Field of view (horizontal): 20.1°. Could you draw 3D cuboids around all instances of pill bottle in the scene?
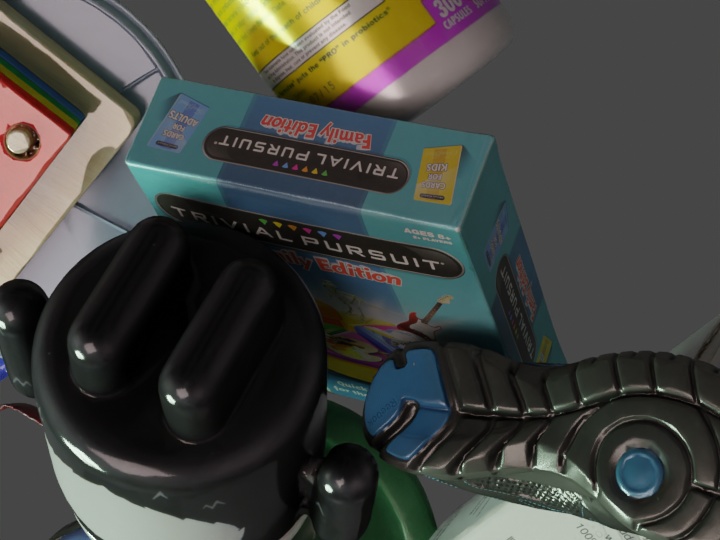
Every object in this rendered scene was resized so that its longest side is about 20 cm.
[{"bbox_3d":[-0.029,-0.152,0.881,0.104,0.104,0.200,-34,95,33],"label":"pill bottle"}]

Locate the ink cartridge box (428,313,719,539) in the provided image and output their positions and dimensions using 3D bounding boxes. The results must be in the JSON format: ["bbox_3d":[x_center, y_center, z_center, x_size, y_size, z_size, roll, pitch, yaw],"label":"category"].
[{"bbox_3d":[0.140,0.132,0.934,0.147,0.083,0.200,49,123,-1],"label":"ink cartridge box"}]

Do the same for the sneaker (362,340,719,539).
[{"bbox_3d":[0.103,0.069,0.835,0.200,0.082,0.073,13,83,31],"label":"sneaker"}]

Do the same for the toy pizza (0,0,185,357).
[{"bbox_3d":[-0.175,-0.054,1.012,0.199,0.032,0.201,1,106,2],"label":"toy pizza"}]

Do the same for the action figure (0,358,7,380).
[{"bbox_3d":[-0.239,0.068,1.086,0.065,0.099,0.200,52,126,7],"label":"action figure"}]

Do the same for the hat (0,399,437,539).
[{"bbox_3d":[-0.066,0.129,1.065,0.165,0.176,0.200,-30,100,-10],"label":"hat"}]

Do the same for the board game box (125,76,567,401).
[{"bbox_3d":[0.000,0.000,0.900,0.151,0.047,0.200,12,155,21],"label":"board game box"}]

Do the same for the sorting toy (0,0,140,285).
[{"bbox_3d":[-0.245,-0.055,0.962,0.200,0.070,0.199,38,104,-8],"label":"sorting toy"}]

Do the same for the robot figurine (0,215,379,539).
[{"bbox_3d":[-0.075,0.060,0.868,0.200,0.124,0.151,94,153,-63],"label":"robot figurine"}]

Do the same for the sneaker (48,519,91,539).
[{"bbox_3d":[-0.183,0.197,1.125,0.200,0.077,0.076,-32,94,31],"label":"sneaker"}]
